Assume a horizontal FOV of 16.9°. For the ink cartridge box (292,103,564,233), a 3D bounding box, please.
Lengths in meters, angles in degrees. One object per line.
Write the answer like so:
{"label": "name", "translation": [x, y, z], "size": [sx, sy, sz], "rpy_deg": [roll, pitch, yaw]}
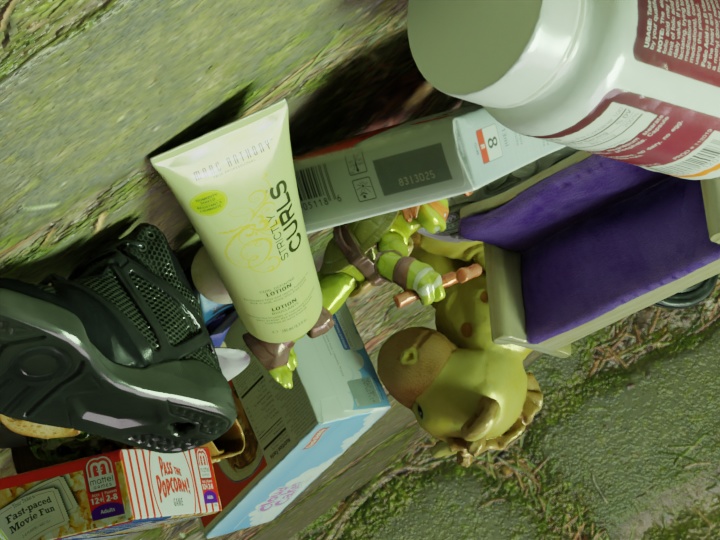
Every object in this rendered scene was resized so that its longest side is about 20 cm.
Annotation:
{"label": "ink cartridge box", "translation": [0.053, -0.078, 1.431], "size": [0.162, 0.050, 0.200], "rpy_deg": [-13, -169, 40]}

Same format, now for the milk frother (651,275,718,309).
{"label": "milk frother", "translation": [0.222, -0.100, 1.644], "size": [0.180, 0.200, 0.188], "rpy_deg": [-30, 169, -12]}

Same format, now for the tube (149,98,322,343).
{"label": "tube", "translation": [-0.061, -0.025, 1.334], "size": [0.058, 0.052, 0.200], "rpy_deg": [-62, 160, -23]}

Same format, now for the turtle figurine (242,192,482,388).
{"label": "turtle figurine", "translation": [0.000, 0.000, 1.486], "size": [0.161, 0.064, 0.200], "rpy_deg": [-42, -159, 8]}

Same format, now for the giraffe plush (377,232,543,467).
{"label": "giraffe plush", "translation": [0.080, 0.051, 1.731], "size": [0.163, 0.199, 0.173], "rpy_deg": [-63, 155, -13]}

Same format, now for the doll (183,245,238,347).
{"label": "doll", "translation": [-0.098, 0.021, 1.518], "size": [0.136, 0.049, 0.200], "rpy_deg": [-25, 168, -19]}

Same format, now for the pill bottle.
{"label": "pill bottle", "translation": [0.126, -0.119, 1.282], "size": [0.200, 0.114, 0.114], "rpy_deg": [12, 136, -44]}

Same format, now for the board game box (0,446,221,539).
{"label": "board game box", "translation": [-0.207, 0.156, 1.531], "size": [0.199, 0.046, 0.151], "rpy_deg": [-15, 172, 15]}

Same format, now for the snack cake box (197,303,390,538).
{"label": "snack cake box", "translation": [-0.068, 0.101, 1.787], "size": [0.067, 0.115, 0.200], "rpy_deg": [-11, 158, -36]}

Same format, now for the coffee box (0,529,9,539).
{"label": "coffee box", "translation": [-0.271, 0.187, 1.231], "size": [0.199, 0.200, 0.198], "rpy_deg": [-36, 170, -6]}

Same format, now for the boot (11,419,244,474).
{"label": "boot", "translation": [-0.149, 0.132, 1.681], "size": [0.143, 0.071, 0.201], "rpy_deg": [-10, 164, 4]}

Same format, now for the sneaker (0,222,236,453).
{"label": "sneaker", "translation": [-0.153, 0.023, 1.294], "size": [0.076, 0.115, 0.199], "rpy_deg": [-36, 144, 29]}

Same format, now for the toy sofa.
{"label": "toy sofa", "translation": [0.156, -0.021, 1.514], "size": [0.097, 0.083, 0.200], "rpy_deg": [16, 149, -39]}

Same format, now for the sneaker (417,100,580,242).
{"label": "sneaker", "translation": [0.111, -0.093, 1.570], "size": [0.199, 0.100, 0.078], "rpy_deg": [-19, 150, 29]}

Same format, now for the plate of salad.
{"label": "plate of salad", "translation": [-0.161, 0.088, 1.484], "size": [0.199, 0.048, 0.200], "rpy_deg": [-16, 168, -4]}
